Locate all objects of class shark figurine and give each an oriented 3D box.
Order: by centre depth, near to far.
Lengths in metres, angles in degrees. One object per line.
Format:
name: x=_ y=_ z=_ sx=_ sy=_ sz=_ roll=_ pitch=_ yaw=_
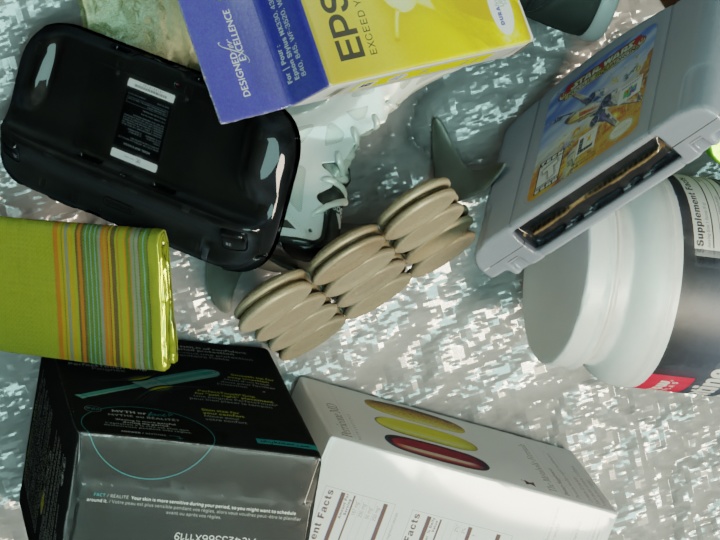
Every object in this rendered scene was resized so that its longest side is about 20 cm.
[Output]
shark figurine: x=-0.022 y=-0.023 z=1.645 sx=0.214 sy=0.090 sz=0.128 roll=-1 pitch=108 yaw=-11

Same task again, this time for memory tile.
memory tile: x=0.000 y=0.000 z=1.608 sx=0.153 sy=0.200 sz=0.017 roll=-33 pitch=78 yaw=1

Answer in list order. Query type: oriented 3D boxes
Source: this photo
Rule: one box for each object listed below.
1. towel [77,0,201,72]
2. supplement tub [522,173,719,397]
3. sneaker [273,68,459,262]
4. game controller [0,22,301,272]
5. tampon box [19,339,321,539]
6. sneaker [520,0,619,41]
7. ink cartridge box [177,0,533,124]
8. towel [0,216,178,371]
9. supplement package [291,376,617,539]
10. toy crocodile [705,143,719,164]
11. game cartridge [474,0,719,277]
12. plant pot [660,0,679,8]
towel: x=-0.107 y=-0.198 z=1.597 sx=0.148 sy=0.036 sz=0.200 roll=-12 pitch=108 yaw=-10
supplement tub: x=0.217 y=0.010 z=1.679 sx=0.200 sy=0.140 sz=0.140 roll=7 pitch=105 yaw=-15
sneaker: x=-0.012 y=-0.070 z=1.593 sx=0.200 sy=0.076 sz=0.115 roll=-23 pitch=79 yaw=-3
game controller: x=-0.127 y=-0.074 z=1.560 sx=0.200 sy=0.042 sz=0.104 roll=22 pitch=97 yaw=24
tampon box: x=-0.120 y=0.129 z=1.606 sx=0.150 sy=0.200 sz=0.126 roll=7 pitch=105 yaw=-14
sneaker: x=0.124 y=-0.243 z=1.617 sx=0.099 sy=0.071 sz=0.200 roll=7 pitch=109 yaw=-20
ink cartridge box: x=-0.019 y=-0.201 z=1.537 sx=0.200 sy=0.047 sz=0.198 roll=-15 pitch=83 yaw=-32
towel: x=-0.201 y=0.008 z=1.587 sx=0.200 sy=0.018 sz=0.086 roll=6 pitch=106 yaw=25
supplement package: x=0.044 y=0.159 z=1.698 sx=0.200 sy=0.114 sz=0.110 roll=16 pitch=104 yaw=-18
toy crocodile: x=0.271 y=-0.104 z=1.696 sx=0.200 sy=0.068 sz=0.062 roll=-2 pitch=106 yaw=-12
game cartridge: x=0.152 y=-0.087 z=1.596 sx=0.042 sy=0.133 sz=0.200 roll=36 pitch=132 yaw=-23
plant pot: x=0.291 y=-0.199 z=1.601 sx=0.187 sy=0.200 sz=0.187 roll=-4 pitch=107 yaw=-12
